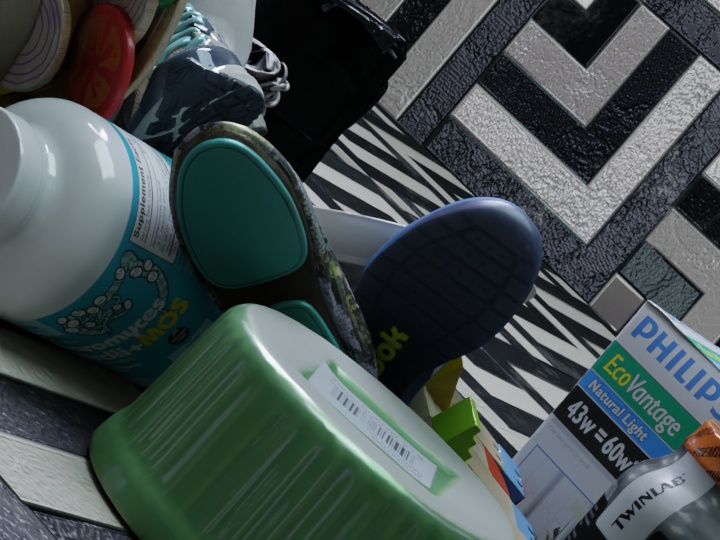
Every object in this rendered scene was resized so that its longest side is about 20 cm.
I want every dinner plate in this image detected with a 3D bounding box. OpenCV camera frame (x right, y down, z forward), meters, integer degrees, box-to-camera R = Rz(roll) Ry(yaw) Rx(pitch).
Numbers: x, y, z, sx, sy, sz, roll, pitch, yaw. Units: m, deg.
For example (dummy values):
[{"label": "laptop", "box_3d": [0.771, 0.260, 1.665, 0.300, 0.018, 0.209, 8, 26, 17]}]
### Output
[{"label": "dinner plate", "box_3d": [0.000, 0.000, 1.594, 0.199, 0.024, 0.200, 12, -13, 3]}]

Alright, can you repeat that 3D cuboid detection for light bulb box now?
[{"label": "light bulb box", "box_3d": [0.187, 0.154, 1.710, 0.125, 0.200, 0.198, 46, 9, 35]}]

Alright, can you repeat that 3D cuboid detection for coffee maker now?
[{"label": "coffee maker", "box_3d": [-0.075, -0.118, 1.949, 0.134, 0.200, 0.192, 38, 5, 0]}]

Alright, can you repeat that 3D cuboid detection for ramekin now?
[{"label": "ramekin", "box_3d": [-0.021, 0.107, 1.325, 0.200, 0.098, 0.200, 40, 8, -7]}]

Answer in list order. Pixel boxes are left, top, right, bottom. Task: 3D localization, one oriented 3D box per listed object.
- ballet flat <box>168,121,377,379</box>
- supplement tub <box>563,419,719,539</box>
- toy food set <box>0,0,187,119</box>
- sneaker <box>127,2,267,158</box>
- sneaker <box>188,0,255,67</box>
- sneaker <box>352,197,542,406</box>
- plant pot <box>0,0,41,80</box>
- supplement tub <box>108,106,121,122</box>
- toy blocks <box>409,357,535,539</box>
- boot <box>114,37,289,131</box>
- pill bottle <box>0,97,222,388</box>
[{"label": "ballet flat", "box_3d": [-0.044, -0.005, 1.406, 0.072, 0.072, 0.201, 51, -13, 54]}, {"label": "supplement tub", "box_3d": [0.131, 0.174, 1.316, 0.122, 0.200, 0.123, 39, 8, -6]}, {"label": "toy food set", "box_3d": [-0.156, -0.166, 1.455, 0.048, 0.199, 0.200, 9, 73, -50]}, {"label": "sneaker", "box_3d": [-0.102, -0.104, 1.520, 0.087, 0.077, 0.200, 64, -3, 2]}, {"label": "sneaker", "box_3d": [-0.098, -0.093, 1.661, 0.074, 0.201, 0.087, 16, 1, -28]}, {"label": "sneaker", "box_3d": [0.031, 0.017, 1.482, 0.074, 0.200, 0.082, 42, 42, -3]}, {"label": "plant pot", "box_3d": [-0.288, -0.174, 1.405, 0.199, 0.188, 0.187, 7, 31, -50]}, {"label": "supplement tub", "box_3d": [-0.203, -0.136, 1.639, 0.140, 0.141, 0.200, 39, 8, -14]}, {"label": "toy blocks", "box_3d": [0.051, 0.135, 1.563, 0.137, 0.100, 0.201, 52, 16, -33]}, {"label": "boot", "box_3d": [-0.088, -0.078, 1.783, 0.199, 0.174, 0.069, 32, 51, -9]}, {"label": "pill bottle", "box_3d": [-0.136, -0.017, 1.410, 0.111, 0.111, 0.200, 46, 10, 36]}]
